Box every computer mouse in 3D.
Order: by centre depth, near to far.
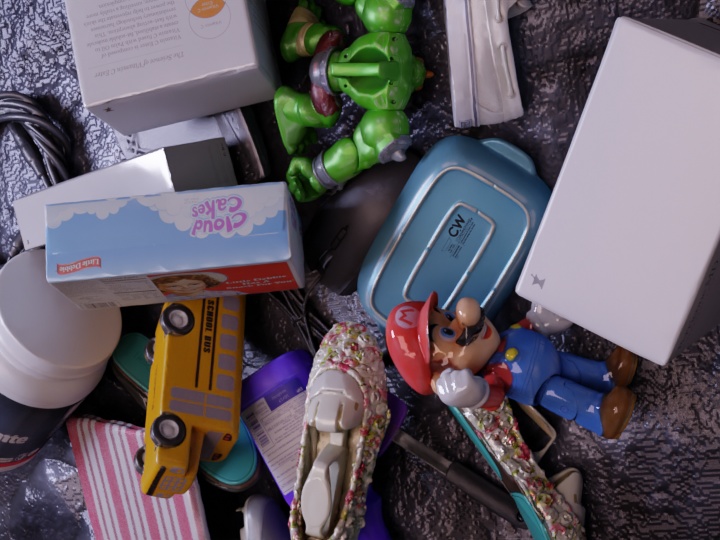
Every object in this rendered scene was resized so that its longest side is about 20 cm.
[{"bbox_3d":[0.000,0.000,1.260,0.200,0.046,0.141,-42,76,27],"label":"computer mouse"}]

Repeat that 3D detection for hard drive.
[{"bbox_3d":[-0.163,-0.147,1.329,0.134,0.042,0.202,-29,83,29],"label":"hard drive"}]

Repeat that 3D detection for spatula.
[{"bbox_3d":[0.062,0.159,1.246,0.199,0.021,0.057,32,85,5],"label":"spatula"}]

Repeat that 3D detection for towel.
[{"bbox_3d":[-0.199,0.208,1.365,0.199,0.030,0.148,2,108,48],"label":"towel"}]

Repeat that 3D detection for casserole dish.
[{"bbox_3d":[0.074,-0.013,1.202,0.120,0.039,0.201,30,111,0],"label":"casserole dish"}]

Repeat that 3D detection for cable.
[{"bbox_3d":[-0.347,-0.072,1.445,0.161,0.051,0.203,-1,95,24],"label":"cable"}]

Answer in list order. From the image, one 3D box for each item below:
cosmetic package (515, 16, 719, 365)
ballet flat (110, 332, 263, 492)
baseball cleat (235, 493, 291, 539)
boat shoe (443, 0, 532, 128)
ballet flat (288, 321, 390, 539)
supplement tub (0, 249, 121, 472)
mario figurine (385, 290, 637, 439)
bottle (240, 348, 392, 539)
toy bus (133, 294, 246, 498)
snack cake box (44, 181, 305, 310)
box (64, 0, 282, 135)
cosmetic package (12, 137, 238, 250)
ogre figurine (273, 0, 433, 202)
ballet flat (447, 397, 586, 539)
[{"bbox_3d":[0.225,-0.064,1.039,0.122,0.199,0.201,27,110,22],"label":"cosmetic package"},{"bbox_3d":[-0.153,0.133,1.356,0.068,0.069,0.200,-37,63,-16],"label":"ballet flat"},{"bbox_3d":[-0.036,0.287,1.320,0.105,0.070,0.202,-16,99,23],"label":"baseball cleat"},{"bbox_3d":[0.100,-0.216,1.169,0.069,0.071,0.203,-4,92,2],"label":"boat shoe"},{"bbox_3d":[-0.019,0.144,1.210,0.075,0.064,0.203,5,92,19],"label":"ballet flat"},{"bbox_3d":[-0.319,0.086,1.375,0.141,0.140,0.200,55,132,11],"label":"supplement tub"},{"bbox_3d":[0.117,0.060,1.139,0.198,0.123,0.107,15,91,0],"label":"mario figurine"},{"bbox_3d":[-0.034,0.171,1.294,0.083,0.065,0.201,-34,81,23],"label":"bottle"},{"bbox_3d":[-0.145,0.095,1.272,0.065,0.077,0.202,124,152,-50],"label":"toy bus"},{"bbox_3d":[-0.149,-0.019,1.219,0.197,0.115,0.068,-5,76,2],"label":"snack cake box"},{"bbox_3d":[-0.163,-0.235,1.238,0.150,0.106,0.202,-12,82,7],"label":"box"},{"bbox_3d":[-0.209,-0.067,1.298,0.199,0.082,0.051,-14,94,37],"label":"cosmetic package"},{"bbox_3d":[-0.010,-0.159,1.210,0.119,0.098,0.202,5,78,34],"label":"ogre figurine"},{"bbox_3d":[0.141,0.161,1.199,0.064,0.076,0.201,-32,86,-6],"label":"ballet flat"}]
